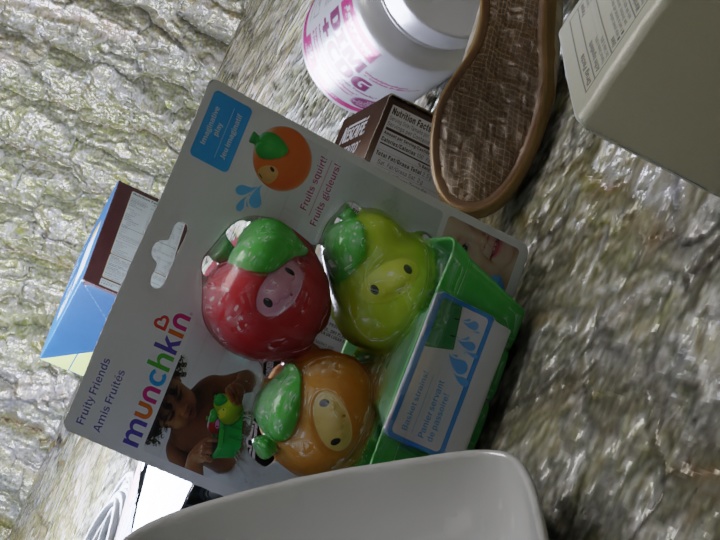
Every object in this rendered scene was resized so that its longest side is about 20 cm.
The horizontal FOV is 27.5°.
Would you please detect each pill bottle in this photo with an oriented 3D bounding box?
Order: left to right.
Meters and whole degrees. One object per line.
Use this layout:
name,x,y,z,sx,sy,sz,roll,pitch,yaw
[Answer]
pill bottle,0.035,-0.188,1.070,0.114,0.113,0.200,-69,14,-14

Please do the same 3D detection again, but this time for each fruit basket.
fruit basket,-0.021,0.030,0.732,0.094,0.199,0.186,3,68,60

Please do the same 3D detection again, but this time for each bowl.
bowl,-0.015,0.168,0.569,0.200,0.199,0.075,-86,-19,-60

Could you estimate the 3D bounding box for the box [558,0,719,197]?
box,0.163,-0.138,0.570,0.200,0.077,0.095,-58,15,30

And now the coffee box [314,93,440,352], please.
coffee box,0.000,0.000,0.950,0.201,0.079,0.114,-68,14,-9

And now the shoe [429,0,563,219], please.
shoe,0.090,-0.115,0.882,0.053,0.069,0.201,52,-132,-56

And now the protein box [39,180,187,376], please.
protein box,-0.340,0.024,2.095,0.199,0.134,0.201,-53,18,43

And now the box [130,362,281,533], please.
box,-0.095,0.117,0.882,0.161,0.043,0.201,-90,20,-49

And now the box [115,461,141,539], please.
box,-0.117,0.187,1.042,0.103,0.094,0.201,-54,18,43

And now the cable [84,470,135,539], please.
cable,-0.220,0.281,1.336,0.200,0.069,0.201,-37,30,65
